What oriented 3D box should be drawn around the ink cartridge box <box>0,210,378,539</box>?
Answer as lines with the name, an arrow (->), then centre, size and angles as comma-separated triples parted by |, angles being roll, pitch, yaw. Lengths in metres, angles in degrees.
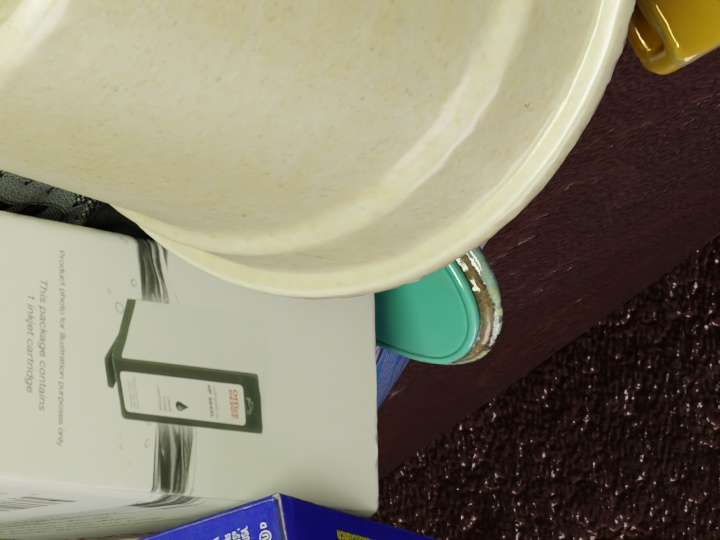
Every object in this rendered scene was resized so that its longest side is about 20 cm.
ink cartridge box -> -0.110, 0.038, 0.887 | 0.146, 0.084, 0.200 | -9, 168, 38

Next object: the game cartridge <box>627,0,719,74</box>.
game cartridge -> 0.131, -0.180, 0.852 | 0.200, 0.176, 0.032 | -29, -177, -18

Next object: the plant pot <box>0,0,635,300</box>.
plant pot -> -0.059, -0.096, 0.704 | 0.200, 0.201, 0.183 | -36, 159, 27

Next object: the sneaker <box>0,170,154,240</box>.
sneaker -> -0.097, -0.046, 0.871 | 0.114, 0.076, 0.200 | 8, 180, 6

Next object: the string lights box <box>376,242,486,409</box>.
string lights box -> 0.000, 0.000, 1.073 | 0.200, 0.059, 0.103 | -55, 167, -44

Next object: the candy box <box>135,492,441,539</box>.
candy box -> -0.069, 0.145, 0.938 | 0.200, 0.077, 0.169 | -19, 161, 22

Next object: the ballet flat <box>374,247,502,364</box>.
ballet flat -> -0.025, -0.038, 0.988 | 0.074, 0.200, 0.074 | -52, 165, -20
